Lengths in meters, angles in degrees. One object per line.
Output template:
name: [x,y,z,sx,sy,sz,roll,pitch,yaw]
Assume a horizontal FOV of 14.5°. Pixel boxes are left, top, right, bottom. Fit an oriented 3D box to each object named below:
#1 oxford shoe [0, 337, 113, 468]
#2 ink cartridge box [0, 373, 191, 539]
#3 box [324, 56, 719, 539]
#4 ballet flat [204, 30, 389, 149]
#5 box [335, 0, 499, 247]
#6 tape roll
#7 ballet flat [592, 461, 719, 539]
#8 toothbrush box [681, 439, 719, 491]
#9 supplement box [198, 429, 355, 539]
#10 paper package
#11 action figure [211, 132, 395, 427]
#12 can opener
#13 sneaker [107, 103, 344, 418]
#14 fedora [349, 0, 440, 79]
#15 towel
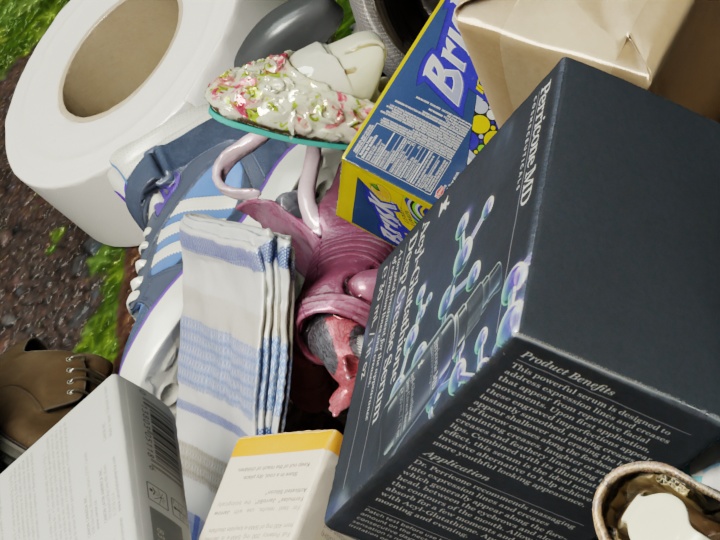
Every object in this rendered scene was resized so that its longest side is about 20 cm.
oxford shoe: [-0.172,0.085,1.630,0.085,0.073,0.200,-49,35,-3]
ink cartridge box: [-0.163,0.167,1.363,0.200,0.050,0.163,-43,31,19]
box: [0.080,0.031,1.257,0.200,0.106,0.149,-49,23,51]
ballet flat: [0.019,-0.090,1.481,0.076,0.199,0.064,-113,38,-65]
box: [0.064,-0.105,1.421,0.064,0.070,0.201,29,68,10]
tape roll: [-0.128,-0.116,1.772,0.202,0.071,0.203,-29,39,26]
ballet flat: [0.153,0.127,1.084,0.068,0.067,0.200,-54,37,-6]
toothbrush box: [0.199,0.133,1.159,0.146,0.085,0.201,-17,46,37]
supplement box: [-0.029,0.192,1.323,0.073,0.126,0.201,-8,51,44]
paper package: [0.145,-0.127,1.353,0.103,0.200,0.191,21,71,24]
action figure: [0.000,0.000,1.454,0.134,0.149,0.200,-38,16,22]
can opener: [0.015,-0.151,1.648,0.199,0.067,0.054,-32,39,24]
sneaker: [-0.105,-0.010,1.620,0.146,0.081,0.201,20,66,41]
fedora: [0.087,-0.181,1.540,0.201,0.176,0.090,-59,-6,17]
towel: [-0.072,0.072,1.464,0.147,0.024,0.202,-163,76,-67]
